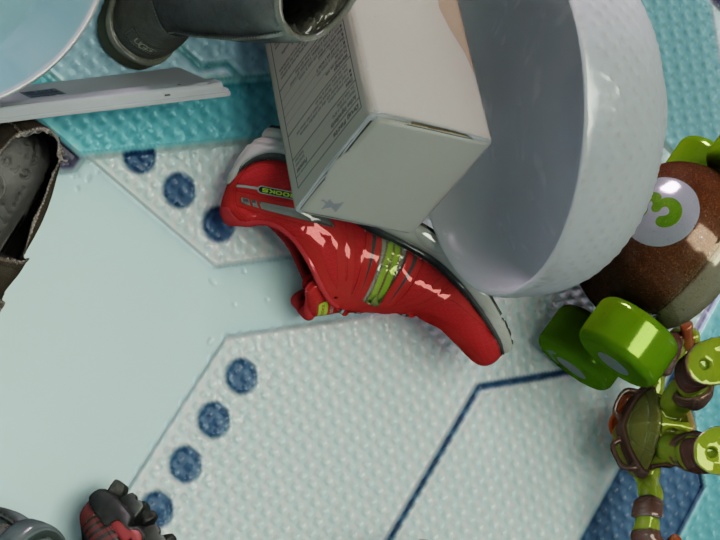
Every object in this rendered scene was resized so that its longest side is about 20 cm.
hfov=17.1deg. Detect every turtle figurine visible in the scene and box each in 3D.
[{"bbox_3d":[0.185,0.087,1.448,0.064,0.161,0.201,16,71,-10],"label":"turtle figurine"}]

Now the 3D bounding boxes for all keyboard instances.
[{"bbox_3d":[-0.168,-0.093,1.295,0.199,0.056,0.011,-10,107,-35],"label":"keyboard"}]

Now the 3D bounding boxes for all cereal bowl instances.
[{"bbox_3d":[0.108,-0.085,1.314,0.083,0.200,0.201,0,84,-26],"label":"cereal bowl"}]

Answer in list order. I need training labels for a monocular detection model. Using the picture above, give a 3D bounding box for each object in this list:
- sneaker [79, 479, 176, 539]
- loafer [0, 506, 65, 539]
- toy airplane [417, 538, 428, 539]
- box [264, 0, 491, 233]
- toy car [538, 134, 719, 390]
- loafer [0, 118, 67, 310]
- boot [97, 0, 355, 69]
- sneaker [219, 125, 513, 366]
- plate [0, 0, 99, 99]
[{"bbox_3d":[-0.117,0.214,1.280,0.098,0.071,0.201,-26,78,2],"label":"sneaker"},{"bbox_3d":[-0.227,0.211,1.237,0.200,0.063,0.072,-56,143,-20],"label":"loafer"},{"bbox_3d":[0.043,0.255,1.354,0.199,0.141,0.199,16,38,-20],"label":"toy airplane"},{"bbox_3d":[0.001,-0.130,1.337,0.078,0.095,0.201,11,52,-29],"label":"box"},{"bbox_3d":[0.129,-0.053,1.430,0.200,0.158,0.164,38,79,-7],"label":"toy car"},{"bbox_3d":[-0.216,-0.003,1.251,0.073,0.071,0.201,31,69,-24],"label":"loafer"},{"bbox_3d":[-0.056,-0.191,1.294,0.072,0.200,0.182,24,72,-25],"label":"boot"},{"bbox_3d":[0.000,0.000,1.393,0.200,0.077,0.085,38,86,-17],"label":"sneaker"},{"bbox_3d":[-0.231,-0.171,1.258,0.199,0.026,0.201,2,73,-6],"label":"plate"}]
